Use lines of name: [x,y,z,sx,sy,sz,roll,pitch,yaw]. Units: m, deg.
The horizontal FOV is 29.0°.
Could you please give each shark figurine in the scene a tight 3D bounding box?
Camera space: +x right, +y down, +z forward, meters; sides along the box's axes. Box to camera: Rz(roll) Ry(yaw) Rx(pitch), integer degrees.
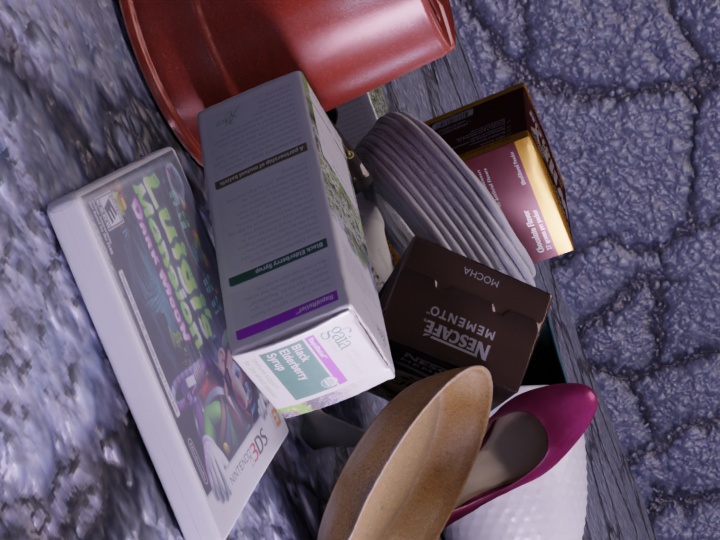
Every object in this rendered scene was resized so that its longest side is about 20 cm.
shark figurine: [-0.036,0.020,0.976,0.128,0.089,0.217,45,26,-59]

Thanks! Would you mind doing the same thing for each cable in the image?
cable: [0.066,-0.041,1.161,0.200,0.069,0.201,47,-8,51]

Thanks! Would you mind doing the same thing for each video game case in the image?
video game case: [-0.103,0.036,0.805,0.182,0.023,0.202,-57,126,-75]

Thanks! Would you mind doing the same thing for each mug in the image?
mug: [0.156,0.208,1.320,0.199,0.146,0.178,11,72,-52]

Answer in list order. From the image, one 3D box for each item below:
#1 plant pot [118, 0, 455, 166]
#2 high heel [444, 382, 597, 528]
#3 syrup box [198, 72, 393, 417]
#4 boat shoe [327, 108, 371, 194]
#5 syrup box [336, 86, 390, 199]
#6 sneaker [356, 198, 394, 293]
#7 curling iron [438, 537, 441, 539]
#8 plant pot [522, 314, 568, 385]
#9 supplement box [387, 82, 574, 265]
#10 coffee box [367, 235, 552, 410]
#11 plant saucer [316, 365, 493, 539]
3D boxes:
plant pot: [-0.045,-0.196,0.994,0.201,0.193,0.203,-19,90,-76]
high heel: [0.102,0.151,1.109,0.068,0.198,0.096,64,6,5]
syrup box: [-0.043,-0.019,0.873,0.079,0.081,0.202,56,18,-50]
boat shoe: [-0.044,-0.114,1.117,0.202,0.060,0.072,-115,-176,-47]
syrup box: [-0.015,-0.140,1.310,0.079,0.081,0.202,-18,89,-76]
sneaker: [0.000,0.000,1.180,0.200,0.072,0.086,41,29,-68]
curling iron: [0.060,0.228,1.187,0.050,0.025,0.203,142,-63,-64]
plant pot: [0.164,0.157,1.521,0.200,0.140,0.143,59,15,-66]
supplement box: [0.115,-0.083,1.512,0.200,0.195,0.134,-77,145,-66]
coffee box: [0.061,0.055,1.069,0.200,0.112,0.081,116,-3,-73]
plant saucer: [0.024,0.147,0.934,0.035,0.202,0.200,26,-4,22]
